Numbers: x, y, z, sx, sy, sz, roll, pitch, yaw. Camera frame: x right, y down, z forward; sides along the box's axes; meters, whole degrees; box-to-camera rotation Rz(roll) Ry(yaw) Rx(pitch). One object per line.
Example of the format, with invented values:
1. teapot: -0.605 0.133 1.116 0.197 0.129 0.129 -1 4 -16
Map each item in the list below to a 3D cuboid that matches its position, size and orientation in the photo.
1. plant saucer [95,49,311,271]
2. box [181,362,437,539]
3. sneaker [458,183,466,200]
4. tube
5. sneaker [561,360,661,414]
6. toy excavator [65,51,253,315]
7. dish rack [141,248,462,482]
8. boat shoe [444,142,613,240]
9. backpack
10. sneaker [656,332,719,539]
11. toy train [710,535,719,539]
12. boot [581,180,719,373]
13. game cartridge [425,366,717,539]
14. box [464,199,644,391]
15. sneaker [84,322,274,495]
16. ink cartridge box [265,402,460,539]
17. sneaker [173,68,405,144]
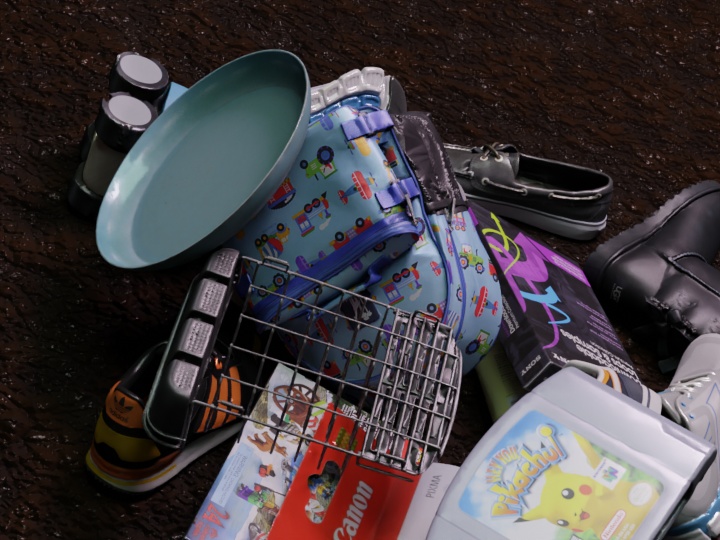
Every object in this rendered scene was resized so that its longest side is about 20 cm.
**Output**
1. plant saucer: -0.108 -0.074 1.398 0.027 0.200 0.201 44 24 -30
2. box: -0.034 0.163 1.326 0.136 0.038 0.200 29 36 -2
3. sneaker: 0.052 -0.032 1.600 0.074 0.082 0.200 21 36 4
4. tube: 0.121 0.084 1.513 0.052 0.058 0.201 -28 35 11
5. sneaker: 0.157 0.142 1.345 0.079 0.079 0.200 29 35 -10
6. toy excavator: -0.130 -0.063 1.566 0.199 0.100 0.195 20 36 -11
7. dish rack: -0.033 0.070 1.309 0.199 0.055 0.154 18 48 -2
8. boat shoe: 0.128 -0.084 1.723 0.199 0.057 0.069 16 36 -4
9. backpack: 0.000 0.000 1.426 0.134 0.182 0.201 -1 65 -66
10. sneaker: 0.247 0.108 1.459 0.087 0.075 0.201 50 37 -26
11. toy train: 0.276 0.203 1.429 0.045 0.034 0.201 6 37 -10
12. boot: 0.301 0.014 1.655 0.198 0.074 0.162 -29 53 -36
13. game cartridge: 0.128 0.154 1.260 0.133 0.041 0.200 26 55 22
14. box: 0.152 0.041 1.539 0.143 0.036 0.201 27 27 -37
15. sneaker: -0.116 0.077 1.379 0.070 0.090 0.200 30 38 16
16. ink cartridge box: 0.047 0.181 1.293 0.200 0.050 0.162 41 34 -10
17. sneaker: -0.066 -0.109 1.554 0.199 0.087 0.076 -11 88 -29
